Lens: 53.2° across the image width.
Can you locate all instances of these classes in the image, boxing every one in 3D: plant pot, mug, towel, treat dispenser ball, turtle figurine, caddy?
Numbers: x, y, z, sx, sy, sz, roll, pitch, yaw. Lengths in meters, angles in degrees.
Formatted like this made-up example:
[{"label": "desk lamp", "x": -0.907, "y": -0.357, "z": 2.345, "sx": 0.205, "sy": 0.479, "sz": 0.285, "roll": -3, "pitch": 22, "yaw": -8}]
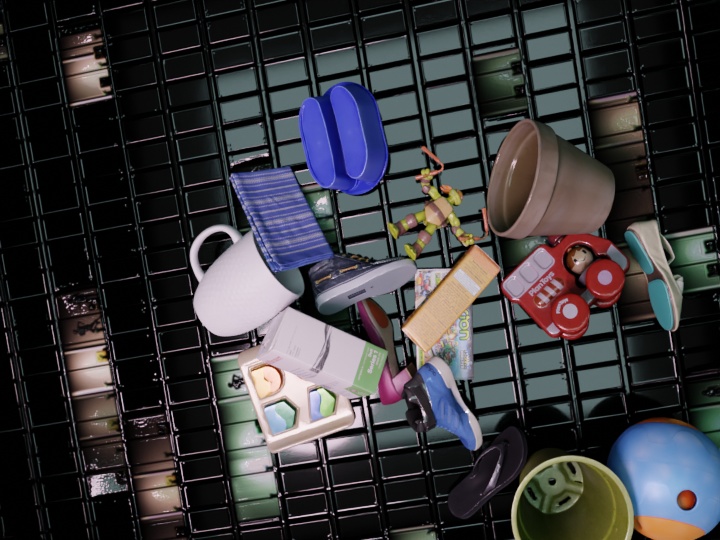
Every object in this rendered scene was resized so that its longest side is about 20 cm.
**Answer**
[{"label": "plant pot", "x": 0.336, "y": -0.141, "z": 1.242, "sx": 0.169, "sy": 0.200, "sz": 0.206, "roll": 12, "pitch": 94, "yaw": -11}, {"label": "mug", "x": -0.227, "y": 0.012, "z": 1.307, "sx": 0.174, "sy": 0.148, "sz": 0.202, "roll": -35, "pitch": 95, "yaw": 15}, {"label": "towel", "x": -0.138, "y": -0.097, "z": 1.290, "sx": 0.024, "sy": 0.143, "sz": 0.203, "roll": -41, "pitch": 71, "yaw": 44}, {"label": "treat dispenser ball", "x": 0.522, "y": 0.357, "z": 1.229, "sx": 0.195, "sy": 0.201, "sz": 0.207, "roll": 0, "pitch": 93, "yaw": 5}, {"label": "plant pot", "x": 0.351, "y": 0.396, "z": 1.251, "sx": 0.194, "sy": 0.190, "sz": 0.206, "roll": 0, "pitch": 93, "yaw": 6}, {"label": "turtle figurine", "x": 0.127, "y": -0.108, "z": 1.311, "sx": 0.160, "sy": 0.064, "sz": 0.202, "roll": -37, "pitch": 93, "yaw": -7}, {"label": "caddy", "x": -0.028, "y": -0.240, "z": 1.304, "sx": 0.138, "sy": 0.104, "sz": 0.206, "roll": -12, "pitch": 92, "yaw": 29}]

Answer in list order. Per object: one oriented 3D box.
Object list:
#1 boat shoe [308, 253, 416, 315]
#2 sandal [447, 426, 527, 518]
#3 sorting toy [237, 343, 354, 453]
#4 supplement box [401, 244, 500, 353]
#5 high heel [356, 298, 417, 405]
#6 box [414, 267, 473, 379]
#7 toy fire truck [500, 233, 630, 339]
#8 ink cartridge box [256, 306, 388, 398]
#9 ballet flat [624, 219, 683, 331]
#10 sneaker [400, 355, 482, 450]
[{"label": "boat shoe", "x": 0.000, "y": 0.000, "z": 1.317, "sx": 0.196, "sy": 0.071, "sz": 0.092, "roll": -21, "pitch": 57, "yaw": -1}, {"label": "sandal", "x": 0.232, "y": 0.372, "z": 1.315, "sx": 0.043, "sy": 0.076, "sz": 0.202, "roll": 33, "pitch": 97, "yaw": -40}, {"label": "sorting toy", "x": -0.123, "y": 0.225, "z": 1.363, "sx": 0.181, "sy": 0.036, "sz": 0.205, "roll": -19, "pitch": 90, "yaw": 6}, {"label": "supplement box", "x": 0.159, "y": 0.049, "z": 1.280, "sx": 0.068, "sy": 0.067, "sz": 0.201, "roll": 40, "pitch": 94, "yaw": 2}, {"label": "high heel", "x": 0.026, "y": 0.150, "z": 1.339, "sx": 0.095, "sy": 0.067, "sz": 0.203, "roll": -36, "pitch": 76, "yaw": 29}, {"label": "box", "x": 0.155, "y": 0.098, "z": 1.333, "sx": 0.107, "sy": 0.035, "sz": 0.206, "roll": -2, "pitch": 92, "yaw": 5}, {"label": "toy fire truck", "x": 0.369, "y": 0.015, "z": 1.283, "sx": 0.200, "sy": 0.112, "sz": 0.168, "roll": -45, "pitch": 70, "yaw": 5}, {"label": "ink cartridge box", "x": -0.071, "y": 0.149, "z": 1.266, "sx": 0.196, "sy": 0.146, "sz": 0.086, "roll": 26, "pitch": 71, "yaw": -13}, {"label": "ballet flat", "x": 0.540, "y": 0.004, "z": 1.283, "sx": 0.068, "sy": 0.069, "sz": 0.205, "roll": -22, "pitch": 90, "yaw": 6}, {"label": "sneaker", "x": 0.140, "y": 0.265, "z": 1.289, "sx": 0.110, "sy": 0.076, "sz": 0.203, "roll": -35, "pitch": 115, "yaw": -18}]
